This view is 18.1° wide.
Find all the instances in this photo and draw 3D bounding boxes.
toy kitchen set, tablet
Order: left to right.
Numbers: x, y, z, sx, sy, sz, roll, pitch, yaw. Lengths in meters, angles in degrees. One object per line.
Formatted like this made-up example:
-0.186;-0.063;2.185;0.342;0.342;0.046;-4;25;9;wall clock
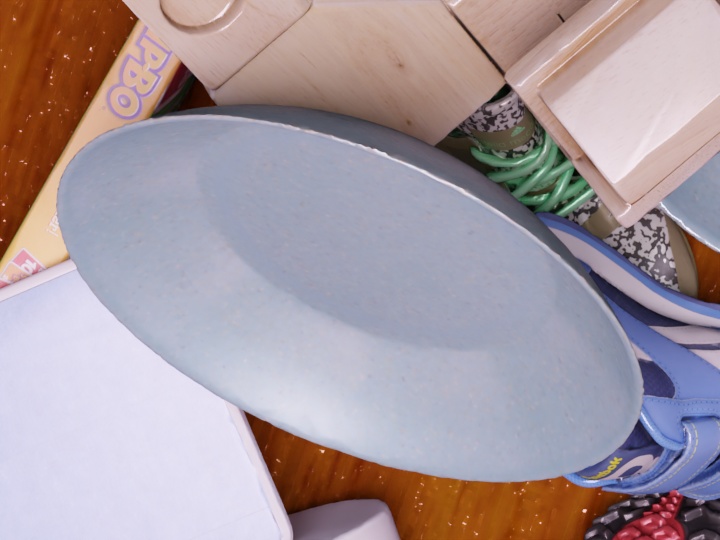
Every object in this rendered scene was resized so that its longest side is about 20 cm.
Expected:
-0.138;0.080;0.820;0.199;0.014;0.131;-23;94;2;tablet
0.025;-0.120;0.697;0.200;0.163;0.180;-40;131;6;toy kitchen set

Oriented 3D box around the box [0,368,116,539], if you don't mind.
-0.137;0.142;0.881;0.124;0.097;0.201;-14;94;3;box

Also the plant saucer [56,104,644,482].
0.000;0.000;0.732;0.200;0.201;0.039;22;62;0;plant saucer

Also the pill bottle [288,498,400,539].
0.000;0.197;0.872;0.114;0.114;0.201;-18;95;4;pill bottle

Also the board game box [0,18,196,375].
-0.099;-0.040;0.863;0.030;0.096;0.201;33;96;-2;board game box

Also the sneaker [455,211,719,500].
0.114;0.053;0.840;0.199;0.083;0.074;22;136;-16;sneaker

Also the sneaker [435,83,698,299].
0.055;-0.047;0.859;0.077;0.089;0.200;-41;93;5;sneaker

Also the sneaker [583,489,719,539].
0.104;0.177;0.844;0.079;0.200;0.096;-2;128;43;sneaker

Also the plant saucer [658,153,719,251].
0.183;-0.095;0.861;0.200;0.039;0.202;0;90;0;plant saucer
